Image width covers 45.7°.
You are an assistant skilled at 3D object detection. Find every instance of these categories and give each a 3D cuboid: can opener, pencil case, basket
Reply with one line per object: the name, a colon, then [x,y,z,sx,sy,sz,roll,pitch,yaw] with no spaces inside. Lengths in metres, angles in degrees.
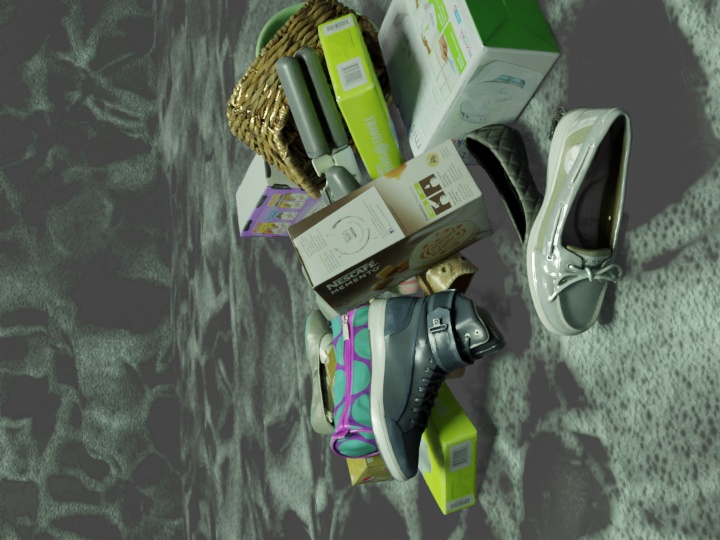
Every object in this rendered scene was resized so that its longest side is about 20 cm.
can opener: [-0.032,-0.149,0.962,0.067,0.053,0.202,16,131,57]
pencil case: [-0.002,0.149,1.165,0.084,0.092,0.202,-20,52,26]
basket: [-0.049,-0.217,1.044,0.201,0.149,0.143,-52,-2,-13]

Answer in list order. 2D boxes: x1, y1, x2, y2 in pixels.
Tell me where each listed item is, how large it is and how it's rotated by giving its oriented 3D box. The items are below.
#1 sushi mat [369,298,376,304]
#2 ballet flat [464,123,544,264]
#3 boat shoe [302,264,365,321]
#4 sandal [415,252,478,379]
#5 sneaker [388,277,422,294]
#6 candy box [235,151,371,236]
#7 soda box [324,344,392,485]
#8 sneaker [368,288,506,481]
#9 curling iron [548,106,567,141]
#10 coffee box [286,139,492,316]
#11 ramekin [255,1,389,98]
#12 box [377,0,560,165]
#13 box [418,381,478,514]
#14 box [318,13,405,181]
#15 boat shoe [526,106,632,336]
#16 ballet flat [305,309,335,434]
sushi mat: [0.000,0.000,1.086,0.096,0.012,0.201,-114,1,-66]
ballet flat: [0.155,-0.063,0.856,0.067,0.056,0.202,91,168,-55]
boat shoe: [-0.034,0.021,1.230,0.076,0.060,0.200,42,165,19]
sandal: [0.110,0.017,0.997,0.069,0.077,0.214,-14,85,34]
sneaker: [0.021,-0.051,1.151,0.200,0.075,0.106,35,138,54]
candy box: [-0.059,-0.110,1.199,0.168,0.198,0.072,135,130,-61]
soda box: [0.004,0.200,1.233,0.068,0.063,0.202,117,144,-50]
sneaker: [0.085,0.119,0.920,0.077,0.145,0.205,30,-126,-64]
curling iron: [0.200,-0.052,0.804,0.050,0.025,0.203,-119,24,-87]
coffee box: [0.035,-0.043,0.929,0.080,0.199,0.114,63,-176,24]
ramekin: [-0.053,-0.265,1.197,0.098,0.198,0.202,122,142,-64]
box: [0.105,-0.246,0.930,0.177,0.096,0.202,119,143,-51]
box: [0.080,0.177,1.038,0.200,0.047,0.123,-122,23,-51]
box: [0.010,-0.173,0.977,0.201,0.047,0.123,63,-170,-54]
boat shoe: [0.197,-0.040,0.748,0.065,0.074,0.204,-156,74,-70]
ballet flat: [-0.048,0.164,1.383,0.063,0.067,0.203,-3,89,40]
